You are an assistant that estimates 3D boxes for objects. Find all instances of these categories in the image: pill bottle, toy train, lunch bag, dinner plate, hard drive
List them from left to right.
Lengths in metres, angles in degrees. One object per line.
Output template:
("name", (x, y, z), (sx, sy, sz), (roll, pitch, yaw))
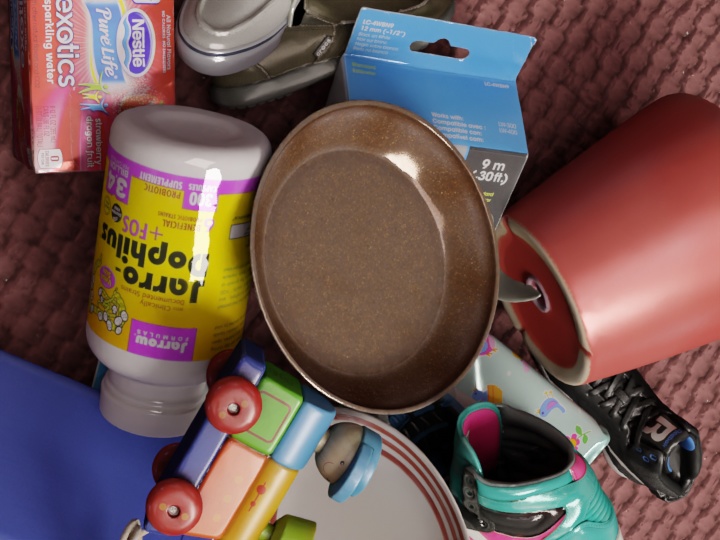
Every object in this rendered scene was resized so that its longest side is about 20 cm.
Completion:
("hard drive", (-0.188, 0.139, 0.863), (0.198, 0.025, 0.133), (22, 50, 0))
("pill bottle", (-0.122, 0.002, 0.850), (0.103, 0.104, 0.203), (2, 112, -22))
("toy train", (-0.080, 0.155, 0.808), (0.115, 0.085, 0.201), (30, 96, -10))
("dinner plate", (-0.003, 0.187, 0.861), (0.024, 0.198, 0.203), (-14, 108, -52))
("lunch bag", (0.067, 0.150, 1.034), (0.170, 0.122, 0.201), (39, 90, -23))

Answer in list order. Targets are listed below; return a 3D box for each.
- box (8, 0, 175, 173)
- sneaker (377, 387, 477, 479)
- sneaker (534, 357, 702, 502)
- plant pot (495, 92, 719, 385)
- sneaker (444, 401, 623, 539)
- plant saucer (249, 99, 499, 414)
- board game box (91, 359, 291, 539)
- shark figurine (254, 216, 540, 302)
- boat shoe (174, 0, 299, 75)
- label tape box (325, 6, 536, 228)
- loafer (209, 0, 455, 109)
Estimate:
("box", (-0.183, -0.170, 0.882), (0.098, 0.095, 0.203), (-4, 102, -22))
("sneaker", (0.094, 0.130, 0.949), (0.200, 0.075, 0.087), (45, 43, -11))
("sneaker", (0.224, 0.106, 1.091), (0.073, 0.112, 0.201), (-41, 112, -11))
("plant pot", (0.207, -0.014, 1.014), (0.176, 0.200, 0.203), (-25, 109, -14))
("sneaker", (0.066, 0.148, 0.863), (0.197, 0.084, 0.122), (-8, 118, 16))
("plant saucer", (0.006, -0.008, 0.852), (0.198, 0.036, 0.203), (6, 79, -34))
("board game box", (-0.107, 0.159, 0.948), (0.197, 0.064, 0.149), (16, 94, 7))
("shark figurine", (0.010, 0.014, 0.934), (0.212, 0.090, 0.129), (16, 124, -25))
("boat shoe", (-0.054, -0.220, 0.891), (0.074, 0.086, 0.202), (34, 58, 11))
("label tape box", (0.041, -0.081, 0.962), (0.141, 0.066, 0.201), (5, 129, -22))
("loafer", (-0.022, -0.180, 0.957), (0.198, 0.075, 0.070), (-23, 112, -16))
